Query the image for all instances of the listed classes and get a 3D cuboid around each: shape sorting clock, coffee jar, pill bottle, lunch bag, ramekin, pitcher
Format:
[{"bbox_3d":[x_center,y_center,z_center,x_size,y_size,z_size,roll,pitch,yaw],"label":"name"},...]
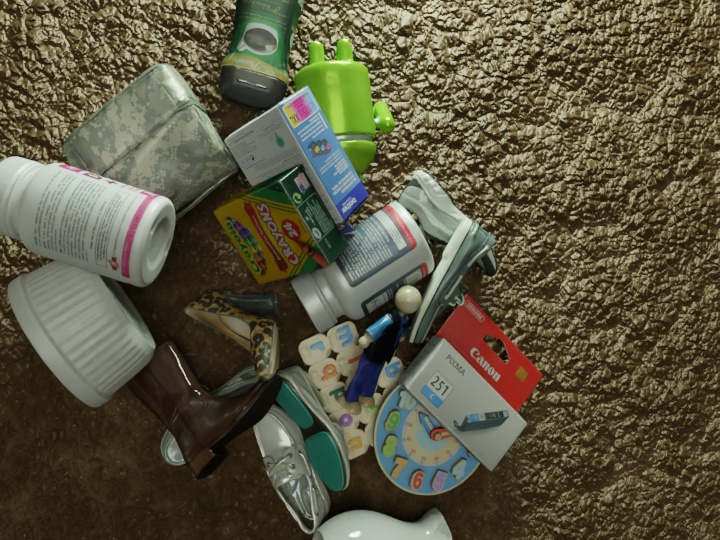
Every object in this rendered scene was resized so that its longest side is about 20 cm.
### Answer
[{"bbox_3d":[0.115,0.256,0.923,0.194,0.039,0.206,-1,93,-13],"label":"shape sorting clock"},{"bbox_3d":[-0.145,-0.343,0.866,0.101,0.085,0.206,12,89,-10],"label":"coffee jar"},{"bbox_3d":[-0.341,-0.063,0.720,0.195,0.113,0.116,18,89,-3],"label":"pill bottle"},{"bbox_3d":[-0.286,-0.156,0.825,0.198,0.139,0.169,-38,97,-2],"label":"lunch bag"},{"bbox_3d":[0.000,0.000,0.873,0.197,0.120,0.121,-32,94,-5],"label":"pill bottle"},{"bbox_3d":[-0.366,0.071,0.796,0.104,0.200,0.203,-33,94,-13],"label":"ramekin"},{"bbox_3d":[0.024,0.449,0.888,0.195,0.121,0.176,5,106,-23],"label":"pitcher"}]

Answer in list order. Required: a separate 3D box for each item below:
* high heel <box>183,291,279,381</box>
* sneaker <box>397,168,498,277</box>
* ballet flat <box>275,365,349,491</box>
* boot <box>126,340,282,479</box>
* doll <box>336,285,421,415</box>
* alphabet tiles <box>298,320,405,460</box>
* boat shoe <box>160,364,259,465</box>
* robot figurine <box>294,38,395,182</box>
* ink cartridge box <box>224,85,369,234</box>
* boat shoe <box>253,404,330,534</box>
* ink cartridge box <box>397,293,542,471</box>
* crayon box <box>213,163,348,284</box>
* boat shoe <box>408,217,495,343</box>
[{"bbox_3d":[-0.184,0.095,0.823,0.138,0.201,0.073,-3,119,-9],"label":"high heel"},{"bbox_3d":[0.138,-0.063,0.918,0.079,0.074,0.200,-44,91,7],"label":"sneaker"},{"bbox_3d":[-0.063,0.230,0.883,0.068,0.069,0.203,-31,95,-5],"label":"ballet flat"},{"bbox_3d":[-0.229,0.158,0.840,0.187,0.064,0.200,-46,66,-2],"label":"boot"},{"bbox_3d":[0.034,0.111,0.866,0.048,0.135,0.204,32,109,26],"label":"doll"},{"bbox_3d":[-0.020,0.189,0.926,0.191,0.015,0.205,-23,93,-6],"label":"alphabet tiles"},{"bbox_3d":[-0.217,0.219,0.877,0.200,0.065,0.075,-35,94,-4],"label":"boat shoe"},{"bbox_3d":[-0.037,-0.227,0.865,0.170,0.116,0.206,-7,92,-6],"label":"robot figurine"},{"bbox_3d":[-0.080,-0.127,0.810,0.076,0.135,0.203,-44,112,-40],"label":"ink cartridge box"},{"bbox_3d":[-0.107,0.299,0.884,0.070,0.069,0.203,-28,94,12],"label":"boat shoe"},{"bbox_3d":[0.181,0.170,0.898,0.200,0.045,0.177,44,80,-13],"label":"ink cartridge box"},{"bbox_3d":[-0.122,-0.054,0.812,0.051,0.197,0.129,-45,111,-39],"label":"crayon box"},{"bbox_3d":[0.133,0.026,0.866,0.061,0.073,0.204,26,98,0],"label":"boat shoe"}]
